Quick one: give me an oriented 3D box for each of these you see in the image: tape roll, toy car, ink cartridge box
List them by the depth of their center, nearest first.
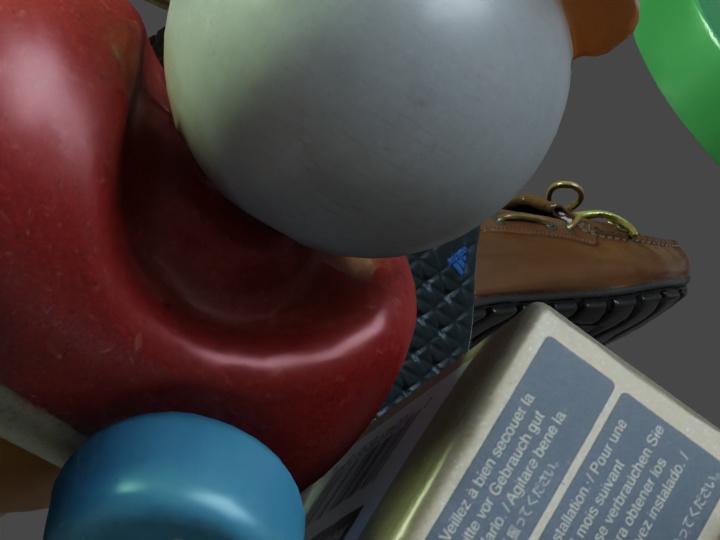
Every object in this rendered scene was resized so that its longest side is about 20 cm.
[{"bbox_3d":[-0.029,-0.046,0.609,0.177,0.200,0.184,36,31,-20],"label":"toy car"},{"bbox_3d":[-0.003,0.116,0.662,0.075,0.200,0.165,37,61,-5],"label":"ink cartridge box"},{"bbox_3d":[0.245,-0.107,1.510,0.200,0.048,0.200,34,31,-24],"label":"tape roll"}]

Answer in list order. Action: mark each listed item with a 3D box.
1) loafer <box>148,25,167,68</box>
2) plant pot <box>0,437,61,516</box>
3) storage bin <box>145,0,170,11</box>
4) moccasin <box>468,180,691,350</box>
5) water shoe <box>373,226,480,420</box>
[{"bbox_3d":[-0.051,-0.014,0.969,0.068,0.076,0.200,36,26,-41],"label":"loafer"},{"bbox_3d":[-0.154,0.004,0.732,0.200,0.140,0.200,34,31,-24],"label":"plant pot"},{"bbox_3d":[-0.083,-0.160,0.957,0.198,0.094,0.200,25,0,24],"label":"storage bin"},{"bbox_3d":[0.073,-0.004,1.130,0.201,0.074,0.078,-3,63,-43],"label":"moccasin"},{"bbox_3d":[0.000,0.000,1.020,0.071,0.079,0.200,41,54,-41],"label":"water shoe"}]
